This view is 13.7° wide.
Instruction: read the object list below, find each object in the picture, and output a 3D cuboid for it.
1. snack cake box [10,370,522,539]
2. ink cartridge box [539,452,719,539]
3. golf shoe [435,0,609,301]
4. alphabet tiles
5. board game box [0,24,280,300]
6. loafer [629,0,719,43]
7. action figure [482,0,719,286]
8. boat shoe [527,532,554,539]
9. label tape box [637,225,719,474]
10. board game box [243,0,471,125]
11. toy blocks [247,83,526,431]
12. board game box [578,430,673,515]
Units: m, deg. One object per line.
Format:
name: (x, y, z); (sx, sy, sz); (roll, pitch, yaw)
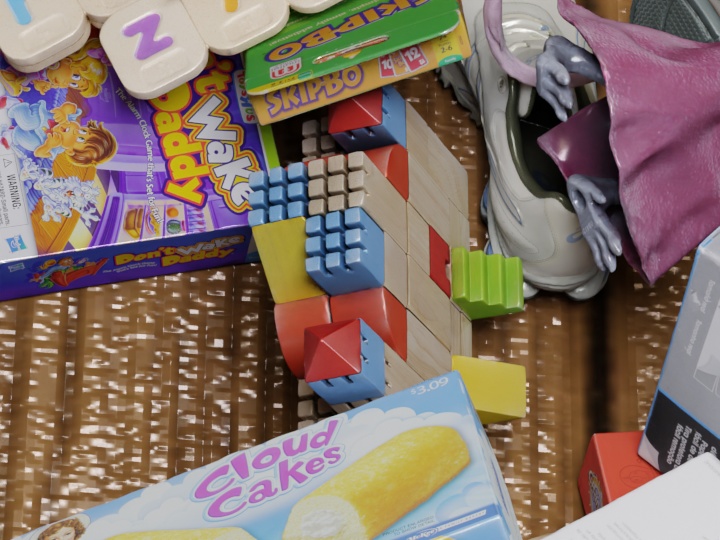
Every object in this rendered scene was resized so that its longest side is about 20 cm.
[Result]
snack cake box: (-0.035, 0.125, 1.177); (0.200, 0.067, 0.115); (-21, 29, 3)
ink cartridge box: (0.094, 0.161, 1.205); (0.200, 0.050, 0.109); (-25, 48, -22)
golf shoe: (0.082, -0.089, 1.374); (0.078, 0.097, 0.200); (-9, 67, -11)
alphabet tiles: (-0.083, -0.166, 1.336); (0.200, 0.015, 0.196); (-28, 56, -3)
board game box: (-0.118, -0.094, 1.372); (0.134, 0.045, 0.200); (-9, 68, -13)
loafer: (0.190, -0.051, 1.399); (0.063, 0.072, 0.200); (-15, 76, -36)
action figure: (0.172, -0.078, 1.296); (0.200, 0.134, 0.149); (-24, 51, -17)
boat shoe: (0.007, 0.152, 1.274); (0.199, 0.074, 0.069); (-6, 65, -22)
label tape box: (0.219, 0.076, 1.236); (0.200, 0.143, 0.066); (40, 56, 23)
board game box: (-0.003, -0.114, 1.321); (0.095, 0.200, 0.030); (-18, 108, 6)
toy blocks: (0.000, 0.000, 1.282); (0.100, 0.137, 0.201); (-10, 62, 21)
board game box: (0.208, 0.137, 1.305); (0.199, 0.040, 0.153); (-3, 52, -11)
